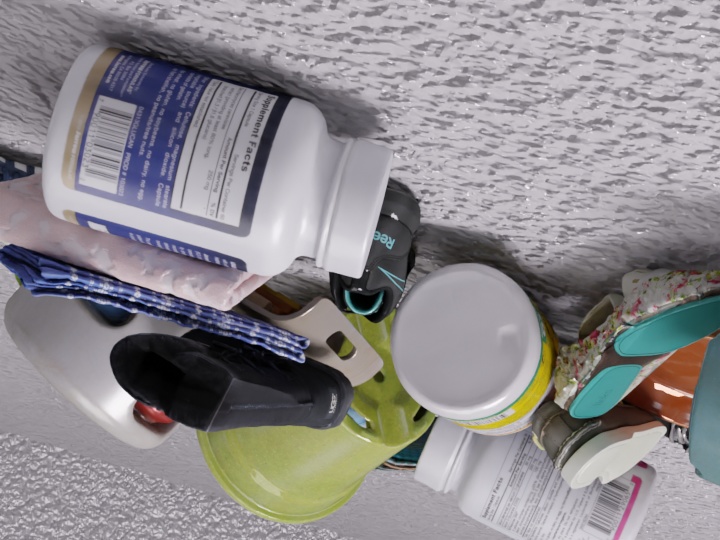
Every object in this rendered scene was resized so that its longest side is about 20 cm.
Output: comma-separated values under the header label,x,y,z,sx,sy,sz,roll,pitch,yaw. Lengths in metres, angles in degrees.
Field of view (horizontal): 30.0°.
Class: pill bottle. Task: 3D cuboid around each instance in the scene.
label,x,y,z,sx,sy,sz,roll,pitch,yaw
pill bottle,0.098,0.068,1.046,0.112,0.114,0.200,10,171,18
pill bottle,-0.084,-0.061,0.829,0.198,0.112,0.111,16,163,2
pill bottle,0.156,0.188,1.219,0.198,0.114,0.114,25,165,9

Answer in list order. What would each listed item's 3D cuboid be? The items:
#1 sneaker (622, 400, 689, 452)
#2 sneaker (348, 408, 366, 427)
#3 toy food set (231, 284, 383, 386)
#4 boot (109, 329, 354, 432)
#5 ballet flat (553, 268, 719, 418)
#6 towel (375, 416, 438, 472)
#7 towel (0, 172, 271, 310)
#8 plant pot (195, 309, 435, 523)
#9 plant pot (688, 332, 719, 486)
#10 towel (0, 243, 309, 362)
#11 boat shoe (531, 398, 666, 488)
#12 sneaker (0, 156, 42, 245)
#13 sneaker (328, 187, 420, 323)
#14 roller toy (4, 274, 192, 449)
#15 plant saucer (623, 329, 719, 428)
label,x,y,z,sx,sy,sz,roll,pitch,yaw
sneaker,0.306,0.161,1.156,0.198,0.117,0.075,7,161,28
sneaker,-0.060,0.113,1.412,0.198,0.079,0.090,11,159,17
toy food set,-0.081,0.010,1.079,0.199,0.061,0.144,30,169,29
boot,-0.115,0.075,0.958,0.163,0.066,0.200,9,-179,25
ballet flat,0.191,0.038,0.947,0.075,0.065,0.200,6,148,-26
towel,0.111,0.179,1.400,0.197,0.022,0.147,4,-167,-3
towel,-0.147,-0.035,0.934,0.198,0.033,0.191,16,-161,12
plant pot,-0.027,0.118,1.247,0.199,0.202,0.184,23,150,-23
plant pot,0.314,0.084,0.810,0.194,0.202,0.200,16,165,28
towel,-0.147,0.023,0.931,0.198,0.024,0.145,18,179,-24
boat shoe,0.195,0.133,1.095,0.060,0.072,0.201,47,-165,22
sneaker,-0.290,-0.060,1.080,0.198,0.076,0.085,10,167,19
sneaker,0.000,0.000,1.001,0.075,0.080,0.200,13,165,4
roller toy,-0.200,0.050,1.170,0.200,0.140,0.182,45,177,-22
plant saucer,0.278,0.080,1.050,0.198,0.033,0.201,17,159,7
